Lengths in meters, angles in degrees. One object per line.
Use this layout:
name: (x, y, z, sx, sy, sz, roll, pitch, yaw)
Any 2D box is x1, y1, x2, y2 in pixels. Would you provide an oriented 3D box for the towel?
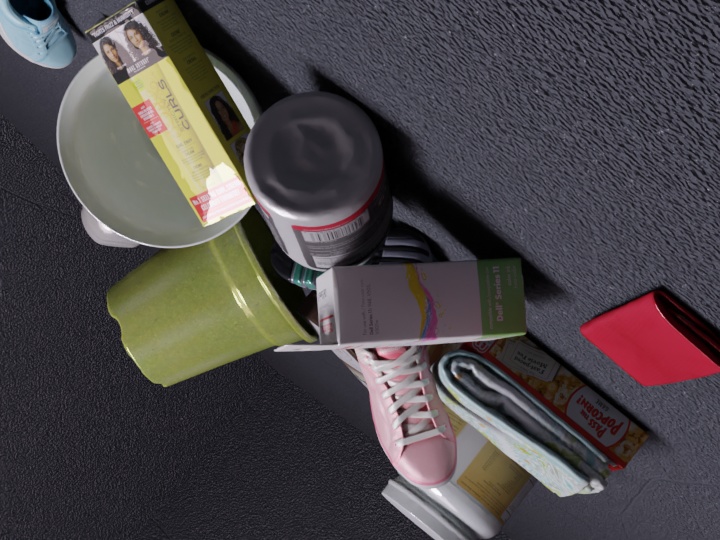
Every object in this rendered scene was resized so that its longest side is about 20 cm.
towel: (0.155, 0.157, 1.343, 0.200, 0.048, 0.171, 39, 169, 4)

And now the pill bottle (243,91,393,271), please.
pill bottle: (-0.029, -0.063, 1.111, 0.111, 0.111, 0.200, 37, 170, 14)

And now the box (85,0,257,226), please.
box: (-0.154, -0.142, 1.154, 0.075, 0.050, 0.200, -19, 108, 37)

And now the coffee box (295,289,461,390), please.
coffee box: (0.029, 0.067, 1.487, 0.080, 0.114, 0.200, 32, 169, 39)

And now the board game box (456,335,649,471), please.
board game box: (0.190, 0.128, 1.360, 0.200, 0.046, 0.152, 39, 170, 6)

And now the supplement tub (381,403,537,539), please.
supplement tub: (0.133, 0.216, 1.518, 0.145, 0.200, 0.145, 38, 171, 7)

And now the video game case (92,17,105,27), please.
video game case: (-0.180, -0.183, 1.400, 0.200, 0.024, 0.182, 30, 167, 47)

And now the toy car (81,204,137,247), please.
toy car: (-0.217, -0.111, 1.410, 0.150, 0.175, 0.200, 7, 177, -13)

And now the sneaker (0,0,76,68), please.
sneaker: (-0.374, -0.286, 1.506, 0.082, 0.074, 0.200, 37, 172, 31)

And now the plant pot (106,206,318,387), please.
plant pot: (-0.176, 0.033, 1.484, 0.201, 0.184, 0.200, 61, -175, -10)

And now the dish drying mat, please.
dish drying mat: (0.219, 0.054, 0.993, 0.077, 0.018, 0.200, 40, 172, 3)

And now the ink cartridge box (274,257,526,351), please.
ink cartridge box: (0.028, 0.030, 1.114, 0.200, 0.067, 0.117, -3, 175, -9)

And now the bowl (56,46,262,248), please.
bowl: (-0.177, -0.129, 1.247, 0.201, 0.201, 0.090, 40, -160, -7)

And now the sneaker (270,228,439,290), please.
sneaker: (0.000, 0.000, 1.323, 0.200, 0.075, 0.088, 9, 162, 40)

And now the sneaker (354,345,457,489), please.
sneaker: (0.040, 0.116, 1.306, 0.105, 0.075, 0.201, 67, -175, -73)
